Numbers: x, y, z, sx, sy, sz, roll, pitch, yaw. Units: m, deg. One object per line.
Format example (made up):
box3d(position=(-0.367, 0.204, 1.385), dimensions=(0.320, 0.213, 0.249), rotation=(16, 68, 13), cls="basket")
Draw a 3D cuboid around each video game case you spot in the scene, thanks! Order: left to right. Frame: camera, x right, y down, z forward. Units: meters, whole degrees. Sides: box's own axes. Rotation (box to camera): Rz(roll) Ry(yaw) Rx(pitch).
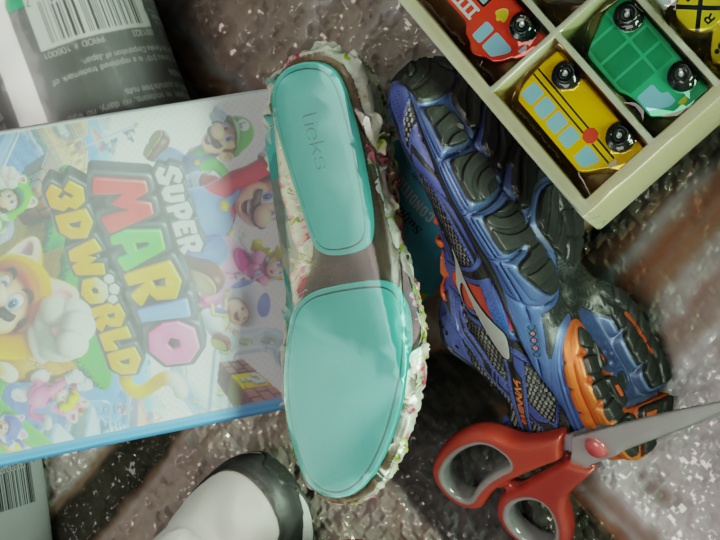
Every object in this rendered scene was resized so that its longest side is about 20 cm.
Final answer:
box3d(position=(-0.097, 0.001, 1.009), dimensions=(0.018, 0.198, 0.144), rotation=(172, 88, -71), cls="video game case")

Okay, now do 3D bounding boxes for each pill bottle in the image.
box3d(position=(-0.125, -0.041, 1.077), dimensions=(0.113, 0.113, 0.201), rotation=(-23, 84, 29), cls="pill bottle")

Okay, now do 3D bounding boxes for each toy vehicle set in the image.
box3d(position=(0.081, -0.131, 0.933), dimensions=(0.124, 0.026, 0.200), rotation=(-42, 68, 9), cls="toy vehicle set")

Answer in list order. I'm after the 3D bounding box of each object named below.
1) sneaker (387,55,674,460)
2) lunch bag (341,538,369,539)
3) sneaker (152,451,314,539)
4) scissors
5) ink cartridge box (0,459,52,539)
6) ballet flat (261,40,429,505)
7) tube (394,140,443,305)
box3d(position=(0.058, 0.002, 0.980), dimensions=(0.078, 0.075, 0.201), rotation=(-14, 110, 38), cls="sneaker")
box3d(position=(-0.043, 0.222, 1.013), dimensions=(0.082, 0.200, 0.177), rotation=(30, 112, 24), cls="lunch bag")
box3d(position=(-0.095, 0.173, 1.106), dimensions=(0.074, 0.080, 0.201), rotation=(42, 112, 20), cls="sneaker")
box3d(position=(0.089, 0.073, 0.968), dimensions=(0.073, 0.014, 0.200), rotation=(40, 149, 1), cls="scissors")
box3d(position=(-0.225, 0.157, 1.137), dimensions=(0.083, 0.146, 0.202), rotation=(-7, 91, 31), cls="ink cartridge box")
box3d(position=(0.000, 0.000, 0.998), dimensions=(0.075, 0.064, 0.202), rotation=(-3, 90, 23), cls="ballet flat")
box3d(position=(0.034, -0.037, 1.033), dimensions=(0.200, 0.050, 0.078), rotation=(-50, 59, 29), cls="tube")
